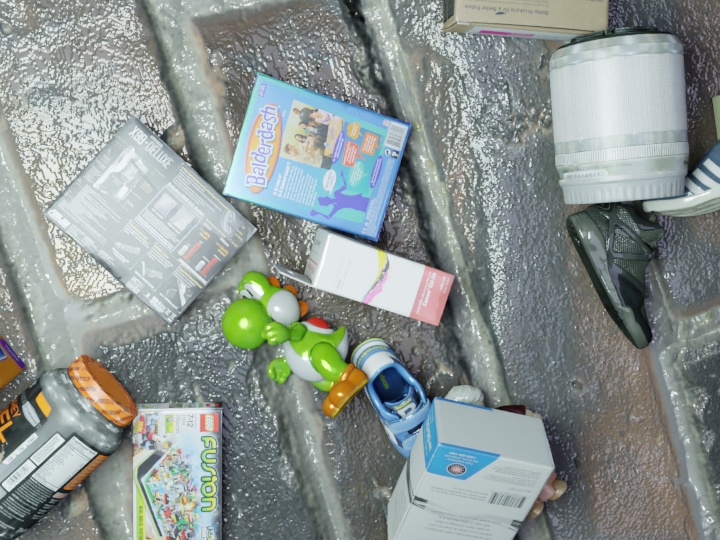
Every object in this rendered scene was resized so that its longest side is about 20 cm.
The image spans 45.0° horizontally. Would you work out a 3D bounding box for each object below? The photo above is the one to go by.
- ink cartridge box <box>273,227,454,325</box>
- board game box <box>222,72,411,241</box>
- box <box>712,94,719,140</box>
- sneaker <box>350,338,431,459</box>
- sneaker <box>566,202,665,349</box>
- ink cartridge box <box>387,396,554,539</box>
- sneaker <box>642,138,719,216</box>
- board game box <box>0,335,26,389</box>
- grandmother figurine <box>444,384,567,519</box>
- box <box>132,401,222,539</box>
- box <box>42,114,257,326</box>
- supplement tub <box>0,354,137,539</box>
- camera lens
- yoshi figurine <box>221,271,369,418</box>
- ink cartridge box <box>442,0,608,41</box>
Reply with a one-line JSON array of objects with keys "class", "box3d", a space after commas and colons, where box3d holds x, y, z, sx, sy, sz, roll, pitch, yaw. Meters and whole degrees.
[{"class": "ink cartridge box", "box3d": [0.000, 0.000, 1.051, 0.198, 0.116, 0.068, 18, 92, -11]}, {"class": "board game box", "box3d": [-0.054, -0.137, 1.068, 0.198, 0.045, 0.153, 17, 91, -11]}, {"class": "box", "box3d": [0.552, -0.141, 1.107, 0.096, 0.176, 0.202, -12, 95, -9]}, {"class": "sneaker", "box3d": [0.058, 0.180, 1.092, 0.074, 0.082, 0.201, -38, 102, -6]}, {"class": "sneaker", "box3d": [0.358, -0.002, 1.132, 0.114, 0.076, 0.201, -24, 93, 2]}, {"class": "ink cartridge box", "box3d": [0.128, 0.266, 1.066, 0.145, 0.085, 0.201, 13, 124, -10]}, {"class": "sneaker", "box3d": [0.446, -0.124, 1.098, 0.075, 0.199, 0.085, 3, 77, -42]}, {"class": "board game box", "box3d": [-0.519, 0.104, 0.927, 0.199, 0.200, 0.201, -38, 99, -6]}, {"class": "grandmother figurine", "box3d": [0.184, 0.223, 1.129, 0.121, 0.061, 0.200, -44, 101, -4]}, {"class": "box", "box3d": [-0.225, 0.265, 1.073, 0.109, 0.035, 0.202, 0, 94, -10]}, {"class": "box", "box3d": [-0.248, -0.059, 1.038, 0.200, 0.050, 0.158, 42, 86, -10]}, {"class": "supplement tub", "box3d": [-0.362, 0.199, 1.000, 0.200, 0.122, 0.123, -42, 100, -5]}, {"class": "camera lens", "box3d": [0.317, -0.188, 1.071, 0.158, 0.160, 0.202, -6, 95, -9]}, {"class": "yoshi figurine", "box3d": [-0.091, 0.094, 1.046, 0.200, 0.112, 0.112, 46, 109, 7]}, {"class": "ink cartridge box", "box3d": [0.206, -0.377, 1.081, 0.198, 0.075, 0.166, 2, 95, -11]}]
